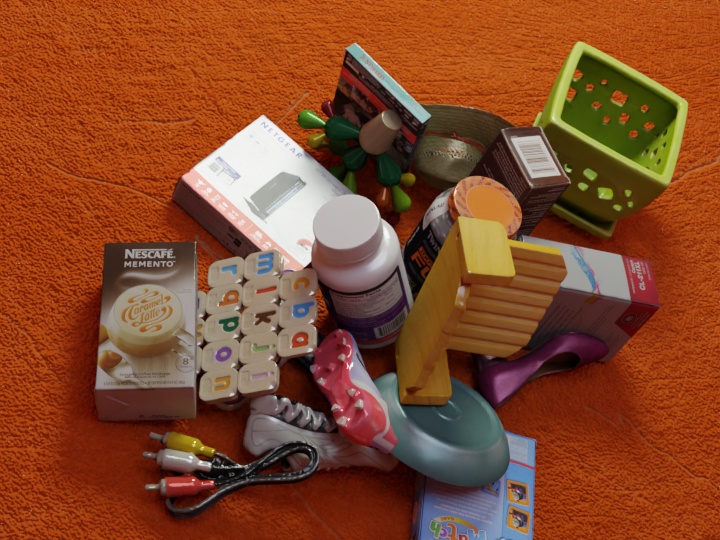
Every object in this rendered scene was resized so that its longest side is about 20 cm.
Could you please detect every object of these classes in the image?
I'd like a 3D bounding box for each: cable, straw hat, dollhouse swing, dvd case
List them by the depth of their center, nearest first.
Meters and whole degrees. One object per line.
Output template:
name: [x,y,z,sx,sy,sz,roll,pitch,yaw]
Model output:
cable: [-0.146,0.229,1.520,0.199,0.050,0.097,-1,59,1]
dollhouse swing: [0.160,0.065,1.641,0.175,0.200,0.182,19,29,-13]
dvd case: [0.023,-0.209,1.846,0.022,0.200,0.146,-41,79,-21]
straw hat: [0.123,-0.158,1.893,0.200,0.201,0.085,15,74,-15]

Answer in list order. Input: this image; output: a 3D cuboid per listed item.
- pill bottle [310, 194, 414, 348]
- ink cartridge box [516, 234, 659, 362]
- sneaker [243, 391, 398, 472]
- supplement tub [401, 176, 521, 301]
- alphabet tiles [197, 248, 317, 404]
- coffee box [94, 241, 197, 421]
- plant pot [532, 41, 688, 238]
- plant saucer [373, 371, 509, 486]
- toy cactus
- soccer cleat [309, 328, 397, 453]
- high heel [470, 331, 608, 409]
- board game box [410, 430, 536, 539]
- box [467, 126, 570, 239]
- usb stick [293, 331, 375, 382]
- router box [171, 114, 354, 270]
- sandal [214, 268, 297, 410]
pill bottle: [0.000,0.000,1.668,0.111,0.200,0.112,-6,53,8]
ink cartridge box: [0.277,0.040,1.821,0.199,0.146,0.083,11,52,-18]
sneaker: [-0.049,0.209,1.606,0.199,0.075,0.081,22,79,-20]
supplement tub: [0.124,-0.026,1.759,0.122,0.200,0.123,12,52,-16]
alphabet tiles: [-0.141,0.066,1.617,0.195,0.015,0.201,-12,52,16]
coffee box: [-0.247,0.069,1.577,0.114,0.080,0.201,-1,56,-5]
plant pot: [0.341,-0.179,1.984,0.198,0.182,0.200,28,50,-4]
plant saucer: [0.099,0.180,1.648,0.199,0.036,0.200,20,29,-12]
toy cactus: [0.011,-0.163,1.828,0.200,0.165,0.102,50,51,2]
soccer cleat: [-0.008,0.142,1.604,0.076,0.067,0.200,43,11,-29]
high heel: [0.246,0.139,1.789,0.199,0.068,0.096,-6,53,-13]
board game box: [0.140,0.280,1.658,0.151,0.037,0.201,19,49,-13]
box: [0.195,-0.096,1.843,0.075,0.200,0.100,-8,61,-32]
usb stick: [-0.046,0.114,1.691,0.200,0.033,0.055,40,43,6]
router box: [-0.118,-0.089,1.789,0.200,0.049,0.179,41,50,6]
sandal: [-0.115,0.082,1.640,0.082,0.050,0.203,29,66,0]
